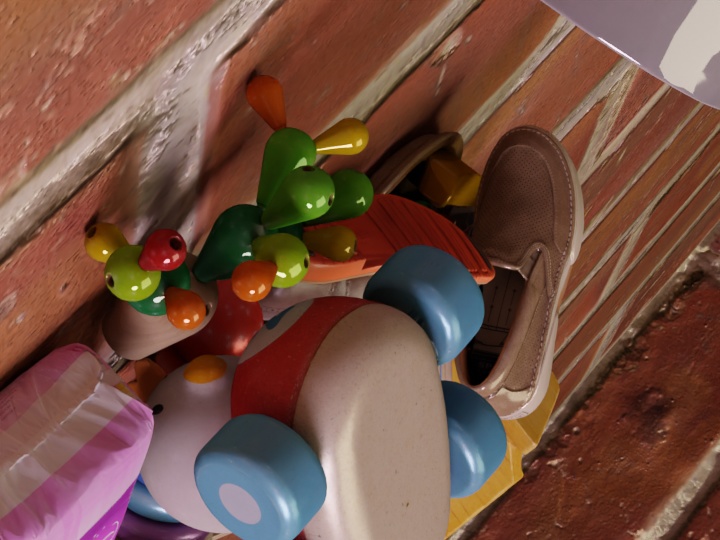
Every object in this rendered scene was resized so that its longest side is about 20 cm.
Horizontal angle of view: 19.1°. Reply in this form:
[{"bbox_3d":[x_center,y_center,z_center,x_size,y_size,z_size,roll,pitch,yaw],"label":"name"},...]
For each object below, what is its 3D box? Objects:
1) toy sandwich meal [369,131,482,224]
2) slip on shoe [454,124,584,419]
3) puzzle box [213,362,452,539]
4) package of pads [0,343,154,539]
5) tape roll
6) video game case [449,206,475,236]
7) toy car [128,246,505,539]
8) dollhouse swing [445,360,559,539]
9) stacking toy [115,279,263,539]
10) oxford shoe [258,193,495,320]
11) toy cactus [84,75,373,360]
[{"bbox_3d":[0.025,-0.009,1.473,0.205,0.070,0.205,-49,168,-15],"label":"toy sandwich meal"},{"bbox_3d":[0.097,-0.004,1.413,0.061,0.076,0.200,28,70,-56],"label":"slip on shoe"},{"bbox_3d":[-0.032,0.101,1.406,0.200,0.025,0.133,-21,140,-14],"label":"puzzle box"},{"bbox_3d":[-0.180,0.139,1.116,0.120,0.076,0.200,-41,164,-38],"label":"package of pads"},{"bbox_3d":[0.130,-0.165,1.098,0.066,0.200,0.200,-55,168,15],"label":"tape roll"},{"bbox_3d":[0.041,0.017,1.555,0.200,0.023,0.182,-50,-167,-11],"label":"video game case"},{"bbox_3d":[-0.057,0.083,1.140,0.184,0.200,0.177,-46,137,-39],"label":"toy car"},{"bbox_3d":[0.080,0.086,1.674,0.176,0.182,0.200,-28,167,-46],"label":"dollhouse swing"},{"bbox_3d":[-0.102,0.087,1.265,0.085,0.085,0.200,-37,157,-51],"label":"stacking toy"},{"bbox_3d":[0.000,0.000,1.326,0.200,0.071,0.073,4,132,-43],"label":"oxford shoe"},{"bbox_3d":[-0.080,-0.011,1.082,0.165,0.102,0.200,-38,-178,37],"label":"toy cactus"}]
